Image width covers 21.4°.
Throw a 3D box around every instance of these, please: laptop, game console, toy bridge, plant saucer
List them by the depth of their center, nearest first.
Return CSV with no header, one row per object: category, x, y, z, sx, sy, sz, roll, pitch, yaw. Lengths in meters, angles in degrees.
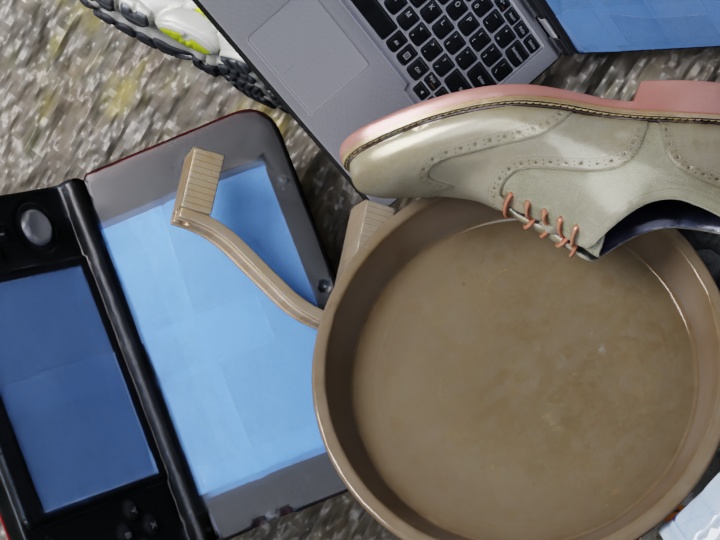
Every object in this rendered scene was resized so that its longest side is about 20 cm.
laptop,0.053,-0.123,0.869,0.200,0.116,0.187,-41,128,2
plant saucer,0.076,0.047,0.895,0.198,0.030,0.202,-4,64,9
game console,-0.100,0.038,0.926,0.118,0.172,0.202,-25,84,34
toy bridge,0.000,0.000,0.951,0.198,0.027,0.068,17,74,-17

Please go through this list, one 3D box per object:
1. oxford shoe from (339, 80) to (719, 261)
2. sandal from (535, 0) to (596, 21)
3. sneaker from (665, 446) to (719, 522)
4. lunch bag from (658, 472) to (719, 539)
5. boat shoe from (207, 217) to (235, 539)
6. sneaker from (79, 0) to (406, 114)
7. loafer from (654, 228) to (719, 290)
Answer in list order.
oxford shoe,0.088,-0.043,0.880,0.198,0.071,0.075,-4,76,9
sandal,0.061,-0.200,0.927,0.200,0.087,0.079,45,105,-5
sneaker,0.150,0.075,0.965,0.199,0.076,0.093,28,96,0
lunch bag,0.255,0.122,0.874,0.200,0.127,0.170,42,95,-23
boat shoe,-0.096,0.058,1.018,0.068,0.074,0.202,6,90,15
sneaker,-0.053,-0.135,0.975,0.199,0.078,0.080,28,83,0
loafer,0.196,-0.045,0.928,0.072,0.071,0.202,25,103,9
